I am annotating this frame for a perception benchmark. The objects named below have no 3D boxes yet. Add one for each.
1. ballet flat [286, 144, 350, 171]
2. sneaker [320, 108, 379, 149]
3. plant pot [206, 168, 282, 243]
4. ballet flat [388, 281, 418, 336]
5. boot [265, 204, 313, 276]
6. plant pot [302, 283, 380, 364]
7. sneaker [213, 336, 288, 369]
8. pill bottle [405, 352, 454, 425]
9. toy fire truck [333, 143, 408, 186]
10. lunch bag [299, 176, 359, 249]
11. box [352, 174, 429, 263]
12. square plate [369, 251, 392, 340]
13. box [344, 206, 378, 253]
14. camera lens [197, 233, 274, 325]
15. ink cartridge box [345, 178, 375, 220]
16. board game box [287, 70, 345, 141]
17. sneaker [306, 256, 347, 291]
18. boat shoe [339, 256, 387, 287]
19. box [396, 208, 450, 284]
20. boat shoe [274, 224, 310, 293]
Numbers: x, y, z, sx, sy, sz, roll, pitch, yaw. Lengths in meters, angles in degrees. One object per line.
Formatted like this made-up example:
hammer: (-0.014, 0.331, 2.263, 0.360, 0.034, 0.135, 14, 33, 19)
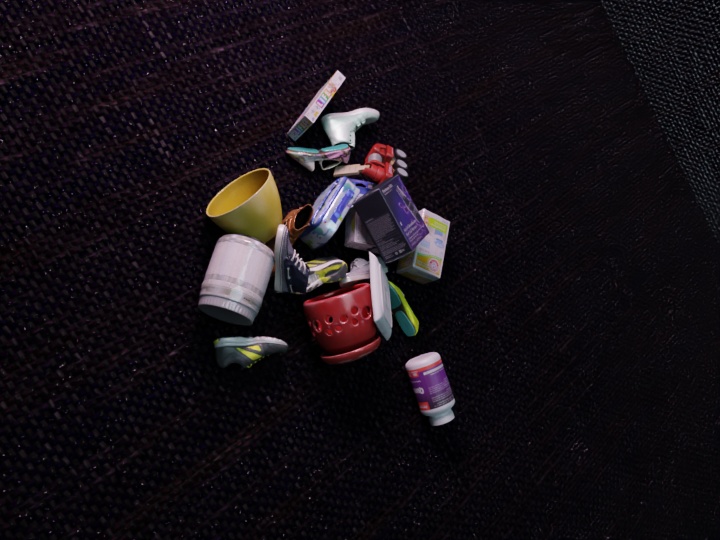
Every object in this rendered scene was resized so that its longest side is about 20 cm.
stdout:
ballet flat: (-0.123, -0.335, 1.722, 0.197, 0.069, 0.072, -7, 115, -18)
sneaker: (-0.019, -0.435, 1.803, 0.197, 0.074, 0.120, -15, 80, -22)
plant pot: (-0.287, -0.152, 1.530, 0.201, 0.198, 0.143, -51, 125, -29)
ballet flat: (0.122, 0.109, 1.778, 0.202, 0.066, 0.067, 59, 37, -8)
boot: (-0.197, -0.084, 1.570, 0.076, 0.155, 0.202, 38, 63, -18)
plant pot: (-0.042, 0.147, 1.586, 0.198, 0.199, 0.185, -20, 94, -32)
sneaker: (-0.287, 0.216, 1.506, 0.197, 0.074, 0.086, 3, 83, -21)
pill bottle: (0.215, 0.357, 1.739, 0.111, 0.112, 0.203, -18, 88, -32)
toy fire truck: (0.032, -0.320, 1.784, 0.198, 0.129, 0.178, 24, 37, -17)
lunch bag: (-0.091, -0.167, 1.649, 0.082, 0.160, 0.202, 38, 63, -17)
box: (0.089, -0.149, 1.645, 0.202, 0.103, 0.148, 60, 35, -10)
square plate: (0.059, 0.074, 1.609, 0.028, 0.200, 0.202, -7, 67, 10)
box: (0.051, -0.115, 1.737, 0.197, 0.060, 0.119, 12, 74, -30)
camera lens: (-0.315, 0.020, 1.473, 0.158, 0.159, 0.203, 24, 68, -24)
ink cartridge box: (0.012, -0.188, 1.788, 0.118, 0.042, 0.204, 6, 74, -30)
board game box: (-0.132, -0.489, 1.715, 0.034, 0.134, 0.202, 38, 62, -17)
sneaker: (-0.137, 0.010, 1.630, 0.196, 0.085, 0.076, -11, 110, -11)
boat shoe: (0.001, 0.000, 1.715, 0.199, 0.070, 0.072, -16, 78, -47)
box: (0.200, -0.073, 1.835, 0.111, 0.101, 0.203, 23, 68, -24)
boat shoe: (-0.175, -0.026, 1.507, 0.091, 0.202, 0.075, 7, 37, 1)
